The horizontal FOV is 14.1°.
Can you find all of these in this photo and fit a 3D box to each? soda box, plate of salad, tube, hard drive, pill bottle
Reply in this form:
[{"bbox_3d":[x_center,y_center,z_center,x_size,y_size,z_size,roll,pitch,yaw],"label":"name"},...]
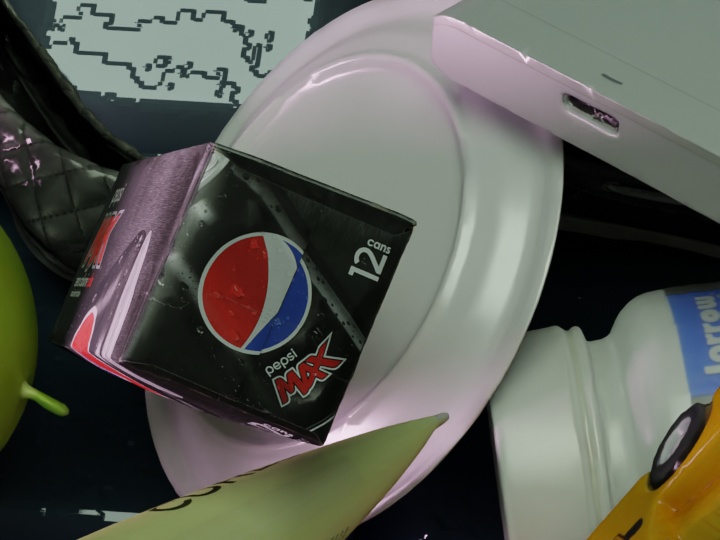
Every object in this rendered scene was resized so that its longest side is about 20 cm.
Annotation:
[{"bbox_3d":[-0.045,0.006,0.878,0.063,0.200,0.071,24,85,-10],"label":"soda box"},{"bbox_3d":[0.000,0.000,0.985,0.200,0.048,0.200,-25,53,38],"label":"plate of salad"},{"bbox_3d":[-0.050,0.088,0.830,0.058,0.052,0.200,7,17,32],"label":"tube"},{"bbox_3d":[0.138,-0.088,0.948,0.132,0.026,0.200,31,47,32],"label":"hard drive"},{"bbox_3d":[0.143,0.057,0.947,0.200,0.114,0.114,-7,62,0],"label":"pill bottle"}]

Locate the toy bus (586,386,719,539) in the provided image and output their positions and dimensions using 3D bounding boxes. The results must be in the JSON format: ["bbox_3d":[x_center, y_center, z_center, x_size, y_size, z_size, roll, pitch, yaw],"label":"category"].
[{"bbox_3d":[0.078,0.127,0.875,0.065,0.200,0.078,34,28,-7],"label":"toy bus"}]

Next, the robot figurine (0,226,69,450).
[{"bbox_3d":[-0.196,0.025,0.971,0.200,0.176,0.116,-6,38,26],"label":"robot figurine"}]

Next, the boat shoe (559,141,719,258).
[{"bbox_3d":[0.138,-0.045,1.028,0.200,0.068,0.072,5,61,6],"label":"boat shoe"}]

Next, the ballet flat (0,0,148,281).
[{"bbox_3d":[-0.132,-0.083,1.065,0.057,0.066,0.200,-48,68,30],"label":"ballet flat"}]
